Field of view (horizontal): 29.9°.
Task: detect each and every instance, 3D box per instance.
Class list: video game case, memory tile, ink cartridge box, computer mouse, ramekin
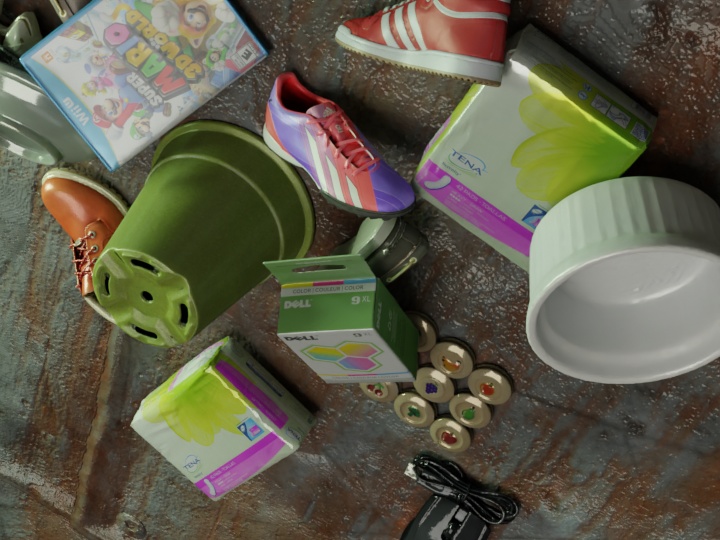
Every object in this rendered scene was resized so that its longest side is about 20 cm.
[{"bbox_3d":[-0.211,-0.210,1.318,0.200,0.018,0.143,-35,106,10],"label":"video game case"},{"bbox_3d":[0.060,0.112,1.492,0.200,0.017,0.153,34,134,1],"label":"memory tile"},{"bbox_3d":[-0.018,0.054,1.364,0.104,0.059,0.200,-3,154,19],"label":"ink cartridge box"},{"bbox_3d":[0.094,0.316,1.608,0.138,0.053,0.200,27,133,7],"label":"computer mouse"},{"bbox_3d":[0.244,0.007,1.205,0.200,0.098,0.201,0,142,0],"label":"ramekin"}]

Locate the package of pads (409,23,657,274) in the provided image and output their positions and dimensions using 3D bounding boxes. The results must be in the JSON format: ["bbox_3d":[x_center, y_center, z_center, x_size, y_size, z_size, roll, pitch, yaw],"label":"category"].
[{"bbox_3d":[0.151,-0.110,1.231,0.154,0.068,0.200,36,133,-2],"label":"package of pads"}]

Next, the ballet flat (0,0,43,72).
[{"bbox_3d":[-0.381,-0.258,1.414,0.200,0.072,0.072,42,134,-8],"label":"ballet flat"}]

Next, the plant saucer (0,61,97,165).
[{"bbox_3d":[-0.358,-0.158,1.422,0.200,0.050,0.200,23,166,6],"label":"plant saucer"}]

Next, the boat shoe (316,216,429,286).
[{"bbox_3d":[-0.001,0.002,1.400,0.060,0.072,0.202,30,144,-14],"label":"boat shoe"}]

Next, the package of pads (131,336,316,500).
[{"bbox_3d":[-0.172,0.181,1.629,0.155,0.068,0.200,44,133,-9],"label":"package of pads"}]

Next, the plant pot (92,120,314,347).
[{"bbox_3d":[-0.177,-0.024,1.398,0.200,0.190,0.200,15,130,19],"label":"plant pot"}]

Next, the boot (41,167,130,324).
[{"bbox_3d":[-0.299,-0.025,1.524,0.200,0.107,0.075,46,135,-8],"label":"boot"}]

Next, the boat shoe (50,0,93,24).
[{"bbox_3d":[-0.259,-0.221,1.359,0.059,0.072,0.200,-18,113,8],"label":"boat shoe"}]

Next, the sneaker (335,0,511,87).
[{"bbox_3d":[0.059,-0.231,1.186,0.200,0.071,0.113,22,104,46],"label":"sneaker"}]

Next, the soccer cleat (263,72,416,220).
[{"bbox_3d":[-0.023,-0.118,1.286,0.200,0.068,0.073,39,139,35],"label":"soccer cleat"}]
